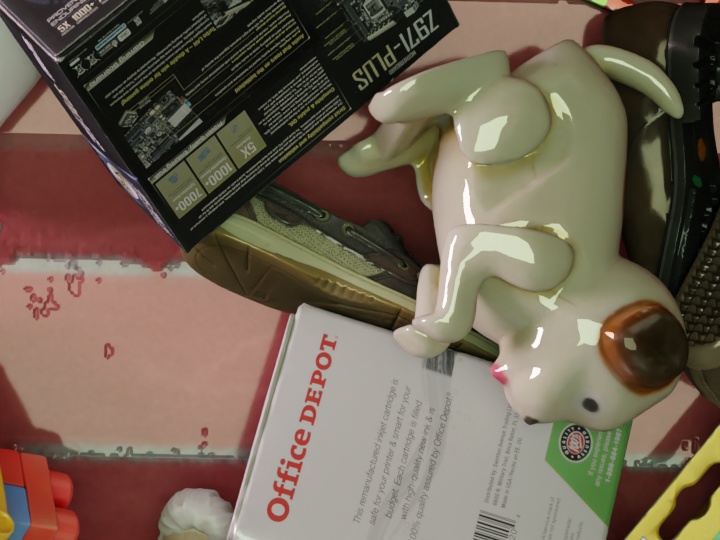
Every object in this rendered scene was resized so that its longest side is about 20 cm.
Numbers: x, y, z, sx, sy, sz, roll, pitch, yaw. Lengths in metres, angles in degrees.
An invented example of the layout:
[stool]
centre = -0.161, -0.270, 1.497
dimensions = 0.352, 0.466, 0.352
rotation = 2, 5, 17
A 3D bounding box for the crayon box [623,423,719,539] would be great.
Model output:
[crayon box]
centre = 0.247, 0.181, 1.588
dimensions = 0.200, 0.052, 0.126
rotation = 40, 91, -5

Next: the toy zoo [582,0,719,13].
[toy zoo]
centre = 0.209, -0.187, 1.578
dimensions = 0.199, 0.020, 0.132
rotation = 23, 93, -3

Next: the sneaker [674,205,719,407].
[sneaker]
centre = 0.236, -0.010, 1.563
dimensions = 0.200, 0.070, 0.076
rotation = -53, 136, -22

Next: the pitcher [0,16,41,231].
[pitcher]
centre = -0.244, -0.139, 1.522
dimensions = 0.171, 0.121, 0.201
rotation = 21, 104, 4

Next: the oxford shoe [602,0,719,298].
[oxford shoe]
centre = 0.159, -0.052, 1.571
dimensions = 0.084, 0.073, 0.201
rotation = 5, 99, 24

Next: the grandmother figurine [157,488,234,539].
[grandmother figurine]
centre = -0.104, 0.221, 1.574
dimensions = 0.121, 0.061, 0.201
rotation = 11, 96, -12

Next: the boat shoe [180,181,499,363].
[boat shoe]
centre = -0.001, 0.000, 1.557
dimensions = 0.200, 0.072, 0.066
rotation = 24, 63, -14

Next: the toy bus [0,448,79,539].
[toy bus]
centre = -0.252, 0.102, 1.518
dimensions = 0.191, 0.201, 0.136
rotation = 10, 131, -30

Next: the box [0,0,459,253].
[box]
centre = -0.070, -0.140, 1.485
dimensions = 0.200, 0.086, 0.164
rotation = -41, 136, -7

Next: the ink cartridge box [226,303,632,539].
[ink cartridge box]
centre = 0.035, 0.122, 1.534
dimensions = 0.199, 0.084, 0.147
rotation = 18, 64, -2

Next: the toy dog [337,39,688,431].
[toy dog]
centre = 0.099, -0.009, 1.494
dimensions = 0.193, 0.140, 0.201
rotation = -19, 80, -24
